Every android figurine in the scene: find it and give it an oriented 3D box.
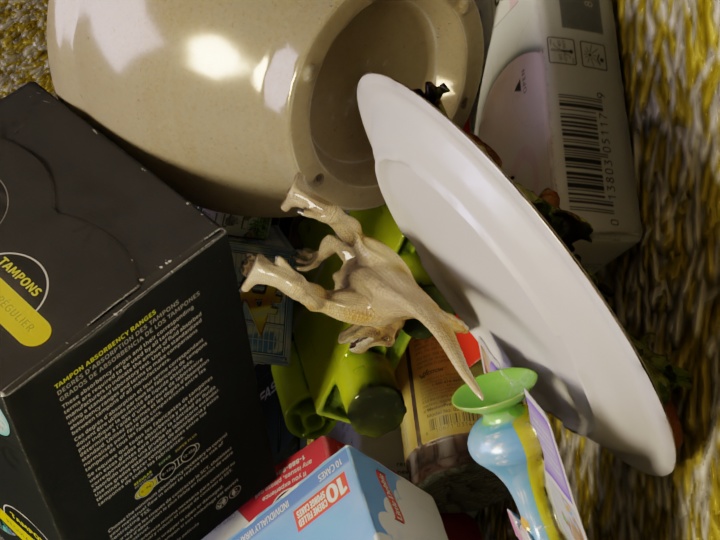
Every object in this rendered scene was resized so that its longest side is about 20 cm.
[{"bbox_3d":[0.000,0.000,0.861,0.182,0.041,0.200,-64,23,23],"label":"android figurine"}]

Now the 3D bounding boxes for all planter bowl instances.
[{"bbox_3d":[-0.027,-0.107,0.742,0.135,0.200,0.200,33,128,39],"label":"planter bowl"}]

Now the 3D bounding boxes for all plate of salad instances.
[{"bbox_3d":[0.067,-0.003,0.632,0.200,0.048,0.200,52,173,10],"label":"plate of salad"}]

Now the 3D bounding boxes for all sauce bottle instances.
[{"bbox_3d":[0.048,0.036,0.891,0.065,0.065,0.200,107,162,-56],"label":"sauce bottle"}]

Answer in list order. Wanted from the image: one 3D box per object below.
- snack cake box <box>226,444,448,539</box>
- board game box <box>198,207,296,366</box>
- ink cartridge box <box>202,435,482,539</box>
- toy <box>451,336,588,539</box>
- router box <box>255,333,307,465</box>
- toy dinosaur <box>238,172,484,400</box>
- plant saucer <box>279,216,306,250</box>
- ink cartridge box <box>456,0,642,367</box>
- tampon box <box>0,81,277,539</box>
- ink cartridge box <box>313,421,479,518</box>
[{"bbox_3d":[-0.043,0.189,0.710,0.200,0.067,0.115,-40,39,17],"label":"snack cake box"},{"bbox_3d":[-0.080,-0.032,0.923,0.200,0.062,0.200,-128,48,-64],"label":"board game box"},{"bbox_3d":[-0.012,0.224,0.823,0.145,0.145,0.200,-34,44,22],"label":"ink cartridge box"},{"bbox_3d":[0.072,0.137,0.646,0.115,0.047,0.200,-126,21,-74],"label":"toy"},{"bbox_3d":[-0.098,0.133,0.983,0.200,0.062,0.150,-44,-39,-58],"label":"router box"},{"bbox_3d":[0.005,0.006,0.673,0.058,0.101,0.200,-63,9,-5],"label":"toy dinosaur"},{"bbox_3d":[-0.008,-0.093,1.008,0.200,0.032,0.200,-58,-9,-15],"label":"plant saucer"},{"bbox_3d":[0.064,-0.053,0.774,0.200,0.057,0.163,140,131,-57],"label":"ink cartridge box"},{"bbox_3d":[-0.145,0.043,0.758,0.150,0.126,0.200,36,150,31],"label":"tampon box"},{"bbox_3d":[0.019,0.073,0.989,0.146,0.084,0.200,108,160,-57],"label":"ink cartridge box"}]
